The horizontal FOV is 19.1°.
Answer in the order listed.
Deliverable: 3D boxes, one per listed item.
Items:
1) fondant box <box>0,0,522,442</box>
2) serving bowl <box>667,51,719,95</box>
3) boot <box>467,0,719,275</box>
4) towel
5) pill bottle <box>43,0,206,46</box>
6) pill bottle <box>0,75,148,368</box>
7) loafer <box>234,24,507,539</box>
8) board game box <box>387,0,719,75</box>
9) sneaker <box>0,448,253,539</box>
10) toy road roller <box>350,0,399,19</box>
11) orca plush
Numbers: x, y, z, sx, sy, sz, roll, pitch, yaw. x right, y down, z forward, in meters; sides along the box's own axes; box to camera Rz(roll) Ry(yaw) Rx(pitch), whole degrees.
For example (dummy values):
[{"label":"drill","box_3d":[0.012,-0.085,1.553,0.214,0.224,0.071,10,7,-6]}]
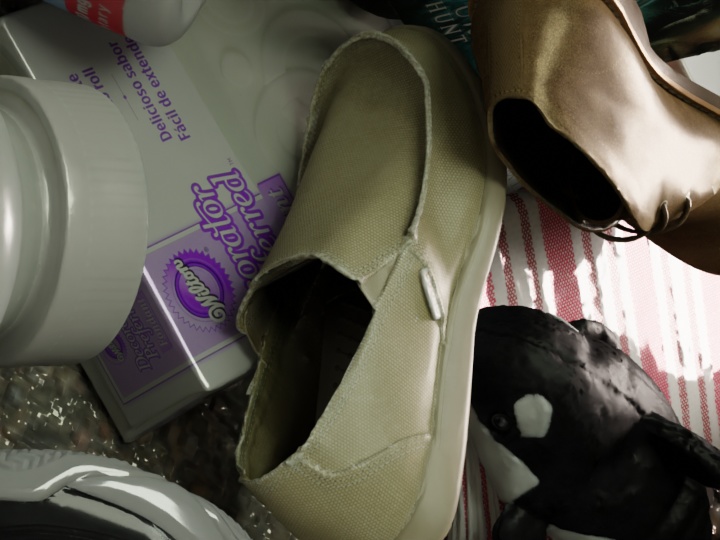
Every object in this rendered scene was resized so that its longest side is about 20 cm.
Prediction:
[{"label":"fondant box","box_3d":[-0.040,-0.045,0.789,0.200,0.058,0.144,-29,89,-44]},{"label":"serving bowl","box_3d":[0.179,-0.099,0.998,0.200,0.066,0.200,22,56,-36]},{"label":"boot","box_3d":[0.095,-0.035,0.764,0.200,0.074,0.076,38,47,-47]},{"label":"towel","box_3d":[0.090,0.029,0.849,0.200,0.030,0.147,-22,108,-48]},{"label":"pill bottle","box_3d":[-0.132,-0.159,0.697,0.200,0.109,0.109,23,50,2]},{"label":"pill bottle","box_3d":[-0.169,-0.015,0.622,0.200,0.110,0.110,1,68,-40]},{"label":"loafer","box_3d":[0.000,0.000,0.709,0.068,0.076,0.200,25,56,-38]},{"label":"board game box","box_3d":[0.069,-0.121,0.728,0.200,0.135,0.028,46,35,-61]},{"label":"sneaker","box_3d":[-0.059,0.141,0.661,0.200,0.075,0.114,35,47,-25]},{"label":"toy road roller","box_3d":[0.011,-0.210,0.795,0.146,0.123,0.200,30,52,-19]},{"label":"orca plush","box_3d":[0.105,0.087,0.790,0.105,0.071,0.200,-48,126,-38]}]
